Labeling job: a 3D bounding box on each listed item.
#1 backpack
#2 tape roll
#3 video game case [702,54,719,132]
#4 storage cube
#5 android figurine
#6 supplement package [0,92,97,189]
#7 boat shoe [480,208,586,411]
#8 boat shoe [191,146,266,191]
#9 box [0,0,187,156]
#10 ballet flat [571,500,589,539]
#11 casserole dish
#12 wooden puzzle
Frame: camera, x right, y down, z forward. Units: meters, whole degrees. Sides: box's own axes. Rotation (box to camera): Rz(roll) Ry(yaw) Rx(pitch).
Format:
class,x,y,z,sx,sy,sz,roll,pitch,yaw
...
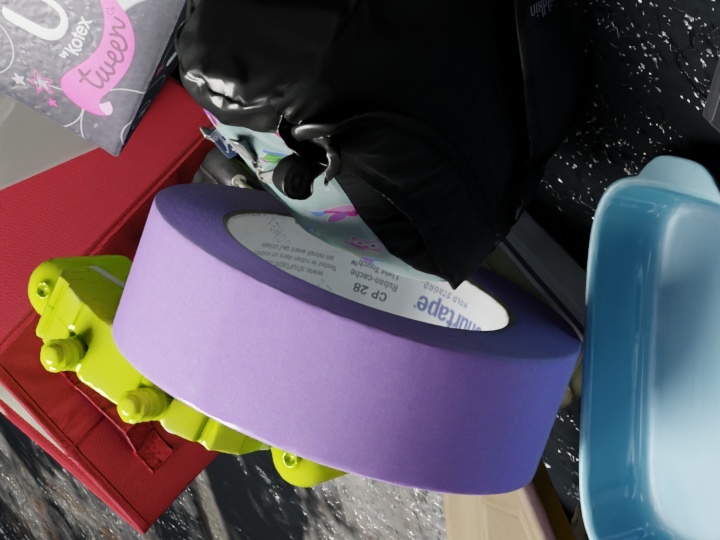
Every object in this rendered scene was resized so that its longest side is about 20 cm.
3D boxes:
class,x,y,z,sx,sy,sz,roll,pitch,yaw
backpack,0.010,-0.085,1.217,0.126,0.167,0.200,34,168,32
tape roll,-0.006,0.028,1.256,0.199,0.066,0.200,19,-168,-4
video game case,0.218,-0.048,1.036,0.200,0.025,0.181,43,157,19
storage cube,-0.140,-0.002,1.523,0.200,0.180,0.171,33,166,44
android figurine,-0.075,0.042,1.339,0.182,0.041,0.200,31,-164,20
supplement package,-0.226,-0.141,1.439,0.200,0.119,0.122,42,146,38
boat shoe,0.044,-0.012,1.370,0.200,0.062,0.072,43,157,19
boat shoe,0.000,0.000,1.425,0.199,0.061,0.074,26,-168,-12
box,-0.110,-0.171,1.226,0.132,0.115,0.200,29,137,-1
ballet flat,0.137,0.189,1.417,0.200,0.072,0.072,-122,9,-50
casserole dish,0.145,0.050,1.214,0.121,0.039,0.201,17,110,54
wooden puzzle,0.091,0.168,1.371,0.186,0.037,0.200,84,164,-44
